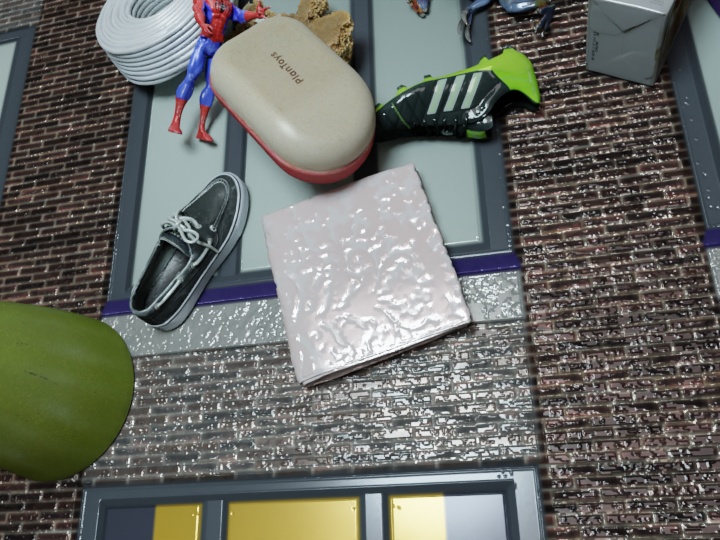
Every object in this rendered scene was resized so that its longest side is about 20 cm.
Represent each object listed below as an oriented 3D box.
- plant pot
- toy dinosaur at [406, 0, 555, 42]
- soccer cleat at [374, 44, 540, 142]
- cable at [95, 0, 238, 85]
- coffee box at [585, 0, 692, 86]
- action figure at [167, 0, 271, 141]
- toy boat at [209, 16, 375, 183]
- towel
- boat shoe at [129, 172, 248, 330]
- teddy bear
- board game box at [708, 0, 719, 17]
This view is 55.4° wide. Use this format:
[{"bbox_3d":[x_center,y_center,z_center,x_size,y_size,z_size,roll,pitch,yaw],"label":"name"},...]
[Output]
[{"bbox_3d":[-0.366,0.106,0.695,0.185,0.200,0.189,-6,67,13],"label":"plant pot"},{"bbox_3d":[0.151,-0.336,0.817,0.199,0.106,0.181,-24,42,-36],"label":"toy dinosaur"},{"bbox_3d":[0.100,-0.175,0.754,0.198,0.068,0.082,-21,77,6],"label":"soccer cleat"},{"bbox_3d":[-0.251,-0.337,0.895,0.199,0.069,0.201,-22,53,12],"label":"cable"},{"bbox_3d":[0.312,-0.316,0.720,0.079,0.114,0.201,22,77,23],"label":"coffee box"},{"bbox_3d":[-0.168,-0.254,0.806,0.099,0.065,0.202,22,102,50],"label":"action figure"},{"bbox_3d":[-0.071,-0.173,0.763,0.130,0.131,0.200,-36,68,-16],"label":"toy boat"},{"bbox_3d":[0.000,0.000,0.728,0.189,0.032,0.201,-19,65,7],"label":"towel"},{"bbox_3d":[-0.197,-0.032,0.776,0.073,0.068,0.200,27,78,23],"label":"boat shoe"},{"bbox_3d":[-0.090,-0.281,0.855,0.198,0.067,0.146,1,64,24],"label":"teddy bear"},{"bbox_3d":[0.408,-0.262,0.642,0.056,0.165,0.201,-21,64,5],"label":"board game box"}]
